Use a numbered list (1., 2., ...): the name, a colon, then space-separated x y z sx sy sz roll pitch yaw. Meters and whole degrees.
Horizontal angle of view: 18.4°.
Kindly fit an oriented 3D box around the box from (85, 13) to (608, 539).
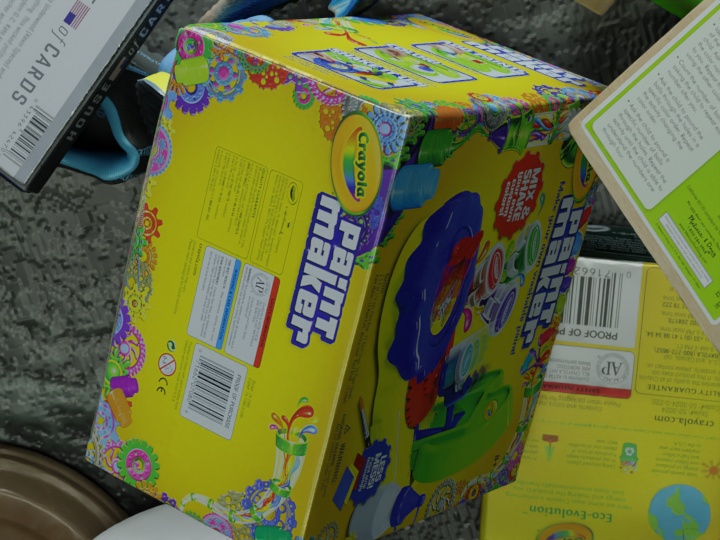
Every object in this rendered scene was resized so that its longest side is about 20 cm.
1. box: 0.000 0.000 0.993 0.122 0.192 0.201 23 110 28

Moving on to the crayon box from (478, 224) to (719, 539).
1. crayon box: 0.125 0.079 1.112 0.126 0.051 0.201 6 110 6

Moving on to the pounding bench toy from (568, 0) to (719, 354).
1. pounding bench toy: 0.185 -0.076 0.986 0.124 0.156 0.201 -43 66 25

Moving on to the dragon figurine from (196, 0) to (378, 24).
1. dragon figurine: -0.012 -0.150 1.039 0.099 0.059 0.201 30 106 3

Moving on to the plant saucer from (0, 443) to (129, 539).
1. plant saucer: -0.204 0.189 1.213 0.199 0.029 0.201 3 110 8

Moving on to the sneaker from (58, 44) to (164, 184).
1. sneaker: -0.178 -0.104 1.071 0.199 0.082 0.074 22 114 1

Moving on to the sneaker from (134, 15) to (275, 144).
1. sneaker: -0.047 -0.036 1.068 0.078 0.066 0.201 -35 141 -20

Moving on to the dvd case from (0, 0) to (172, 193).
1. dvd case: -0.185 -0.153 1.032 0.200 0.025 0.151 37 93 13

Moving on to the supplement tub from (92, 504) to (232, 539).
1. supplement tub: -0.066 0.231 1.146 0.144 0.145 0.201 -7 109 11
